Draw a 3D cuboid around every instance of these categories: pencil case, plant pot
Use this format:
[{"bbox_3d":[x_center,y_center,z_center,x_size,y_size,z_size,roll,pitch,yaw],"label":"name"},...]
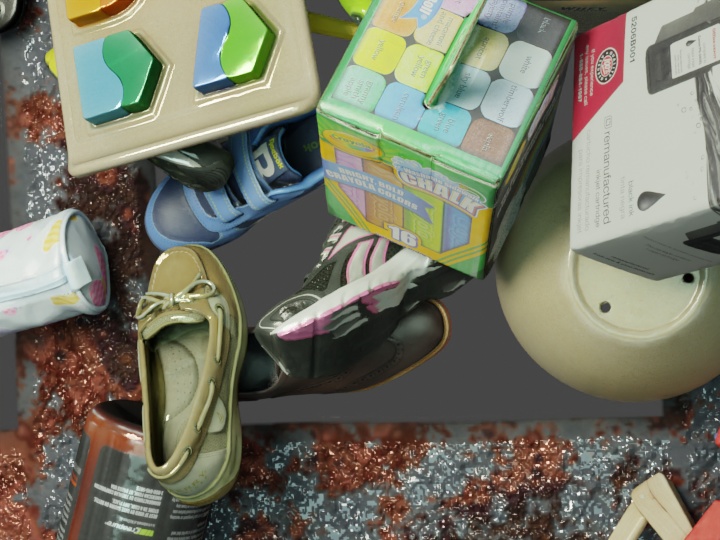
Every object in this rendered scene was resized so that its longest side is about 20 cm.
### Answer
[{"bbox_3d":[-0.289,0.015,1.039,0.199,0.091,0.084,-14,89,9],"label":"pencil case"},{"bbox_3d":[0.185,-0.003,0.934,0.199,0.134,0.202,0,92,10],"label":"plant pot"}]

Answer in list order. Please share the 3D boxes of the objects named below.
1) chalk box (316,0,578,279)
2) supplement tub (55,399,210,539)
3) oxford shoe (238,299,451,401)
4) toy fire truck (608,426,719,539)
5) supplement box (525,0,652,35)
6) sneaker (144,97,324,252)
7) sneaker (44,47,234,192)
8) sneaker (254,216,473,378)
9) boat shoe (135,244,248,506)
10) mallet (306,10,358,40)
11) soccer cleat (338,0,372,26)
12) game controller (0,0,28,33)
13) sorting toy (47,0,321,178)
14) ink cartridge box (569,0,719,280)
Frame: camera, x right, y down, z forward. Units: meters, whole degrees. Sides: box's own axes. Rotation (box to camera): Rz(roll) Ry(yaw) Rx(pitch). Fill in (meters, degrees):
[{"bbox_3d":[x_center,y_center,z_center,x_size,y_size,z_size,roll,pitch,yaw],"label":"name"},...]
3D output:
[{"bbox_3d":[0.052,-0.103,0.861,0.123,0.200,0.125,24,70,11],"label":"chalk box"},{"bbox_3d":[-0.173,0.204,1.017,0.106,0.107,0.201,16,95,9],"label":"supplement tub"},{"bbox_3d":[-0.032,0.062,1.004,0.199,0.073,0.072,-15,89,10],"label":"oxford shoe"},{"bbox_3d":[0.230,0.182,0.958,0.141,0.049,0.201,6,65,44],"label":"toy fire truck"},{"bbox_3d":[0.206,-0.231,0.888,0.199,0.200,0.135,0,92,10],"label":"supplement box"},{"bbox_3d":[-0.077,-0.073,1.003,0.199,0.082,0.074,-27,89,12],"label":"sneaker"},{"bbox_3d":[-0.152,-0.133,0.993,0.200,0.074,0.085,40,91,31],"label":"sneaker"},{"bbox_3d":[0.000,0.000,0.969,0.086,0.200,0.081,42,143,27],"label":"sneaker"},{"bbox_3d":[-0.123,0.061,0.954,0.073,0.063,0.202,-15,57,18],"label":"boat shoe"},{"bbox_3d":[-0.036,-0.173,1.018,0.199,0.041,0.066,8,90,13],"label":"mallet"},{"bbox_3d":[-0.009,-0.233,0.977,0.200,0.081,0.068,40,136,16],"label":"soccer cleat"},{"bbox_3d":[-0.311,-0.276,1.056,0.104,0.042,0.201,-6,90,10],"label":"game controller"},{"bbox_3d":[-0.128,-0.176,0.930,0.184,0.036,0.201,-14,72,15],"label":"sorting toy"},{"bbox_3d":[0.216,-0.090,0.771,0.083,0.200,0.146,16,68,-32],"label":"ink cartridge box"}]
